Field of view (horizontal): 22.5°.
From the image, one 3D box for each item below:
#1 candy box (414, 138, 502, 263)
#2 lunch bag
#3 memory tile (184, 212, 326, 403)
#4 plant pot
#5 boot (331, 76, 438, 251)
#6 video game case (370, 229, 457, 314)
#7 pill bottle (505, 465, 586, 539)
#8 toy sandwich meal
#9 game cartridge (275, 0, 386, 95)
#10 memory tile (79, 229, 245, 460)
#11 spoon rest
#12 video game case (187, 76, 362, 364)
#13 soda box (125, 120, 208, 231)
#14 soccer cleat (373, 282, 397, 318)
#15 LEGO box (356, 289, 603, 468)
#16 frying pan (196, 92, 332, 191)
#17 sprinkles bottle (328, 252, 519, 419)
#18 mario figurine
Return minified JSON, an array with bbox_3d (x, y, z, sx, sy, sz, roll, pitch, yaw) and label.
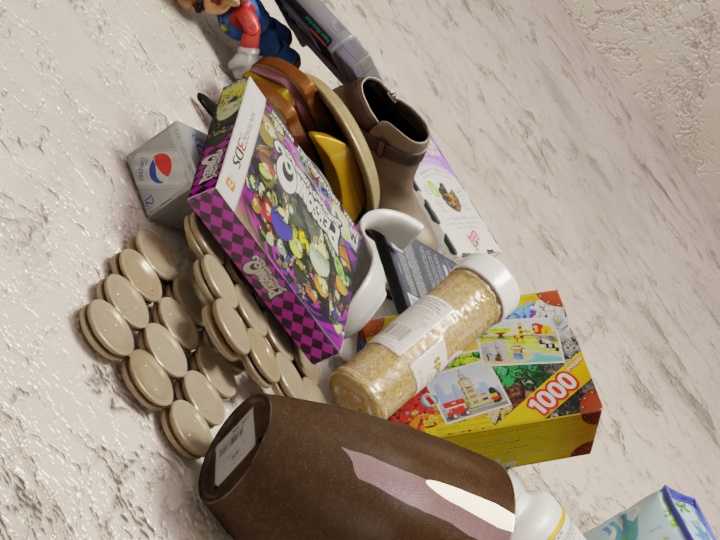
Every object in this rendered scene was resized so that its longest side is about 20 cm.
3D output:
[{"bbox_3d":[0.064,-0.084,2.105,0.200,0.072,0.168,60,19,10],"label":"candy box"},{"bbox_3d":[0.298,0.347,1.842,0.127,0.170,0.200,25,36,-59],"label":"lunch bag"},{"bbox_3d":[-0.088,0.048,1.559,0.200,0.017,0.153,47,18,-49],"label":"memory tile"},{"bbox_3d":[-0.018,0.181,1.386,0.200,0.187,0.187,33,28,-22],"label":"plant pot"},{"bbox_3d":[0.033,-0.107,1.879,0.200,0.146,0.070,42,55,-4],"label":"boot"},{"bbox_3d":[0.096,0.038,1.866,0.200,0.019,0.143,30,31,-40],"label":"video game case"},{"bbox_3d":[0.171,0.284,1.742,0.200,0.104,0.104,52,20,-11],"label":"pill bottle"},{"bbox_3d":[-0.055,-0.118,1.836,0.205,0.070,0.205,49,-23,30],"label":"toy sandwich meal"},{"bbox_3d":[-0.038,-0.247,1.943,0.200,0.038,0.130,50,0,33],"label":"game cartridge"},{"bbox_3d":[-0.155,0.056,1.453,0.153,0.017,0.200,52,20,-14],"label":"memory tile"},{"bbox_3d":[0.000,0.000,1.726,0.061,0.099,0.200,40,36,-6],"label":"spoon rest"},{"bbox_3d":[-0.071,-0.046,1.604,0.200,0.036,0.181,54,26,-28],"label":"video game case"},{"bbox_3d":[-0.123,-0.069,1.650,0.200,0.063,0.068,22,39,-58],"label":"soda box"},{"bbox_3d":[0.051,0.038,1.892,0.086,0.070,0.200,48,16,5],"label":"soccer cleat"},{"bbox_3d":[0.110,0.110,1.725,0.077,0.200,0.149,95,-18,-50],"label":"LEGO box"},{"bbox_3d":[-0.086,-0.097,1.793,0.190,0.031,0.115,38,-29,33],"label":"frying pan"},{"bbox_3d":[0.060,0.063,1.665,0.200,0.068,0.068,-39,97,-30],"label":"sprinkles bottle"},{"bbox_3d":[-0.148,-0.277,1.936,0.123,0.106,0.200,26,-15,39],"label":"mario figurine"}]
